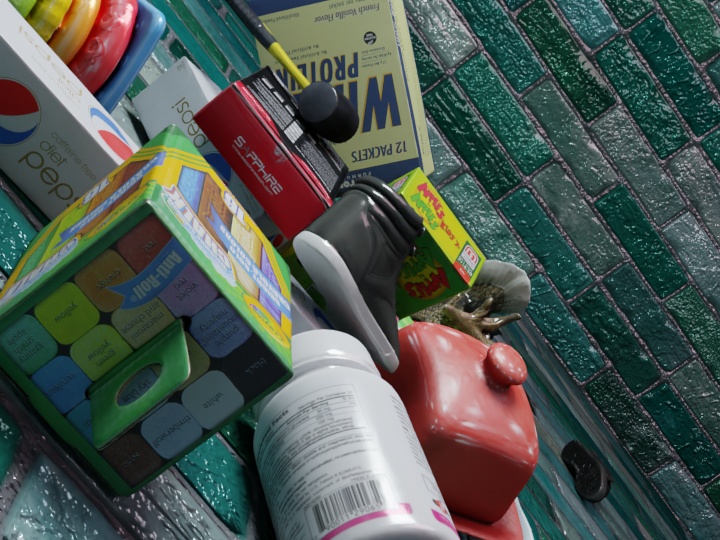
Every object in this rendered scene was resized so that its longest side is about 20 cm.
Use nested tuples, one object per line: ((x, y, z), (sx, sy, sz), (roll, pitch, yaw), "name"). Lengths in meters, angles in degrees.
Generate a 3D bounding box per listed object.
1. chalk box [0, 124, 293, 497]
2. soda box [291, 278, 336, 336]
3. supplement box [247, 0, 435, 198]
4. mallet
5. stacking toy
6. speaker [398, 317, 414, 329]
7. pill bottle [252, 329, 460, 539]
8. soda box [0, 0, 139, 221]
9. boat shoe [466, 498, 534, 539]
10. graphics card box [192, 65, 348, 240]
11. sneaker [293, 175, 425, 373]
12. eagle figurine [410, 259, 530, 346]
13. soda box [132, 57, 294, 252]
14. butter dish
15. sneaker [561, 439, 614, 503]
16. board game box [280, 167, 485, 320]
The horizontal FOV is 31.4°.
((-0.119, 0.025, 0.705), (0.124, 0.124, 0.200), (51, 9, -17), "chalk box")
((-0.066, 0.045, 0.991), (0.200, 0.063, 0.068), (51, 8, -28), "soda box")
((-0.012, -0.179, 1.281), (0.200, 0.133, 0.203), (-47, 125, -80), "supplement box")
((-0.076, -0.196, 1.138), (0.200, 0.041, 0.066), (50, 6, 14), "mallet")
((-0.252, -0.200, 0.935), (0.199, 0.110, 0.116), (33, 5, -36), "stacking toy")
((0.039, 0.099, 1.315), (0.201, 0.088, 0.089), (53, 10, -11), "speaker")
((-0.010, 0.140, 0.866), (0.113, 0.113, 0.201), (46, 14, -39), "pill bottle")
((-0.209, -0.095, 0.850), (0.200, 0.063, 0.068), (51, 11, -26), "soda box")
((0.132, 0.264, 1.257), (0.200, 0.073, 0.069), (-105, 177, -48), "boat shoe")
((-0.070, -0.106, 1.086), (0.126, 0.051, 0.200), (51, 12, -9), "graphics card box")
((0.018, 0.004, 1.036), (0.070, 0.099, 0.201), (32, -19, 33), "sneaker")
((0.086, 0.059, 1.414), (0.149, 0.154, 0.200), (6, 1, -19), "eagle figurine")
((-0.131, -0.092, 1.142), (0.064, 0.068, 0.201), (39, 18, -55), "soda box")
((0.093, 0.123, 1.167), (0.198, 0.148, 0.201), (23, 35, -30), "butter dish")
((0.413, 0.366, 2.252), (0.104, 0.060, 0.200), (45, 10, -22), "sneaker")
((0.000, 0.000, 1.124), (0.102, 0.199, 0.048), (52, 38, -15), "board game box")
